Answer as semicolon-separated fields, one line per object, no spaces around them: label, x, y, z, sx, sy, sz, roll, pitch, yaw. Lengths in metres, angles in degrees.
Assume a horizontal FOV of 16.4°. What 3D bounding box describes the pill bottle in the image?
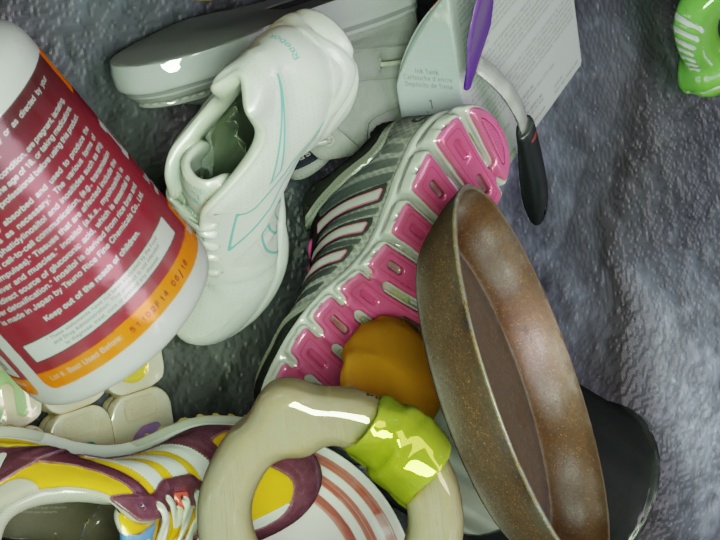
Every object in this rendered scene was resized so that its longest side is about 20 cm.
pill bottle;-0.170;-0.042;1.164;0.200;0.113;0.113;51;59;-26

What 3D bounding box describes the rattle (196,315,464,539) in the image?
rattle;-0.026;0.135;1.218;0.130;0.143;0.201;5;110;-17

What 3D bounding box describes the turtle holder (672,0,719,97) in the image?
turtle holder;0.268;-0.201;1.556;0.132;0.141;0.186;40;55;-55

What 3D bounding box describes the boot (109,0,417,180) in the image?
boot;-0.041;-0.091;1.317;0.200;0.073;0.096;-21;111;-37

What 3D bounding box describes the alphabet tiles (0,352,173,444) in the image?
alphabet tiles;-0.174;0.078;1.238;0.200;0.015;0.196;-16;103;-42

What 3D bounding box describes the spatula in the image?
spatula;0.079;-0.087;1.340;0.200;0.020;0.057;66;35;-49

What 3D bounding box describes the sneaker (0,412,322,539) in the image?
sneaker;-0.103;0.119;1.201;0.199;0.090;0.075;-2;115;-24

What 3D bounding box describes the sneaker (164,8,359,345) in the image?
sneaker;-0.070;-0.039;1.243;0.080;0.070;0.201;-30;150;-47

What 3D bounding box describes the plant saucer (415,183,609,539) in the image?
plant saucer;0.072;0.057;1.229;0.200;0.034;0.201;-19;90;-75

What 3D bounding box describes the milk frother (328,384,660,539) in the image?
milk frother;0.083;0.123;1.355;0.188;0.200;0.181;32;74;-39

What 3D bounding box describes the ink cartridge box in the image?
ink cartridge box;0.066;-0.162;1.370;0.163;0.057;0.201;-53;137;-47

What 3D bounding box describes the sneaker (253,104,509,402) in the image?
sneaker;0.000;0.000;1.303;0.074;0.087;0.200;36;78;-32

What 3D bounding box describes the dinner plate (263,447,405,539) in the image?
dinner plate;-0.066;0.179;1.296;0.199;0.024;0.201;-3;98;-20
